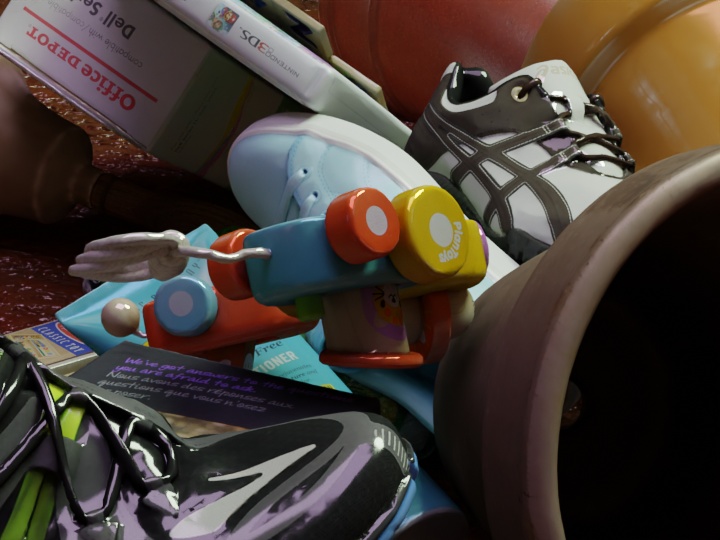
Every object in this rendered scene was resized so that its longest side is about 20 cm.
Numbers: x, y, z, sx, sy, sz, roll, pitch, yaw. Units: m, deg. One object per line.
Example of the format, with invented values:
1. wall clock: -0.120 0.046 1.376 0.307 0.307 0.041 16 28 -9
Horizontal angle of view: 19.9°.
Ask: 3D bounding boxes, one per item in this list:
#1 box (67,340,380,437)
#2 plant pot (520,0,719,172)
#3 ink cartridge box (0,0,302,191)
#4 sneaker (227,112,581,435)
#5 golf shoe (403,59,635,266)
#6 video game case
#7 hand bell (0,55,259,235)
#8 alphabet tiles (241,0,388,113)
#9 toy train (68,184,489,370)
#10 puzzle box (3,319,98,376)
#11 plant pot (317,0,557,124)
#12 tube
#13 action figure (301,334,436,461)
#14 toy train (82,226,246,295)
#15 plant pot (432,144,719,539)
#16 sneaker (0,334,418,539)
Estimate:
1. box: -0.083 0.118 0.623 0.106 0.123 0.200 11 24 27
2. plant pot: 0.189 -0.037 0.953 0.199 0.201 0.184 -4 38 -11
3. ink cartridge box: -0.119 -0.111 1.112 0.117 0.068 0.200 35 4 16
4. sneaker: 0.000 0.000 0.859 0.082 0.074 0.200 -20 46 -42
5. golf shoe: 0.085 -0.044 0.891 0.077 0.095 0.199 13 3 -43
6. video game case: -0.060 -0.117 1.007 0.182 0.024 0.200 37 3 17
7. hand bell: -0.130 -0.038 1.099 0.199 0.105 0.104 22 28 18
8. alphabet tiles: -0.045 -0.119 1.150 0.166 0.006 0.200 36 -11 17
9. toy train: -0.026 0.017 0.711 0.149 0.056 0.200 -12 -6 3
10. puzzle box: -0.125 0.075 0.863 0.133 0.026 0.200 -16 27 -36
11. plant pot: 0.105 -0.140 1.203 0.200 0.202 0.195 -11 32 -25
12. tube: -0.037 0.054 0.810 0.077 0.051 0.200 -28 49 -25
13. action figure: 0.012 0.036 0.922 0.117 0.055 0.200 17 29 5
14. toy train: -0.039 0.002 1.032 0.199 0.042 0.056 -10 34 -23
15. plant pot: 0.108 0.054 0.731 0.199 0.202 0.174 -9 6 -22
16. sneaker: -0.084 0.053 0.509 0.198 0.083 0.071 -1 23 0
